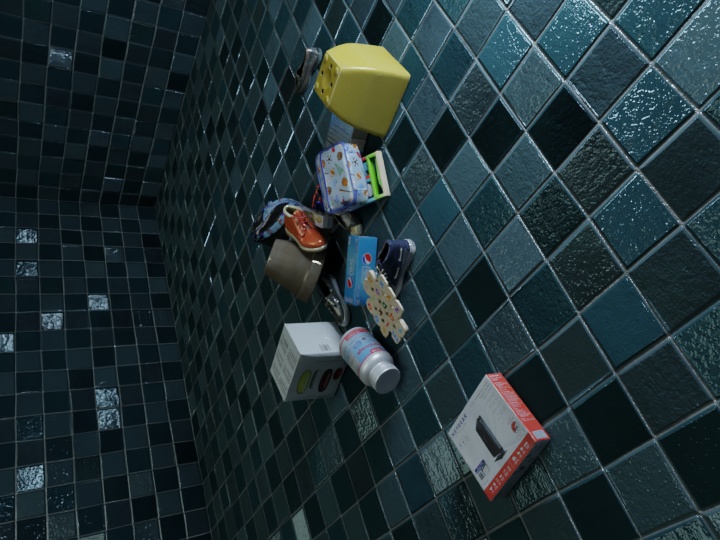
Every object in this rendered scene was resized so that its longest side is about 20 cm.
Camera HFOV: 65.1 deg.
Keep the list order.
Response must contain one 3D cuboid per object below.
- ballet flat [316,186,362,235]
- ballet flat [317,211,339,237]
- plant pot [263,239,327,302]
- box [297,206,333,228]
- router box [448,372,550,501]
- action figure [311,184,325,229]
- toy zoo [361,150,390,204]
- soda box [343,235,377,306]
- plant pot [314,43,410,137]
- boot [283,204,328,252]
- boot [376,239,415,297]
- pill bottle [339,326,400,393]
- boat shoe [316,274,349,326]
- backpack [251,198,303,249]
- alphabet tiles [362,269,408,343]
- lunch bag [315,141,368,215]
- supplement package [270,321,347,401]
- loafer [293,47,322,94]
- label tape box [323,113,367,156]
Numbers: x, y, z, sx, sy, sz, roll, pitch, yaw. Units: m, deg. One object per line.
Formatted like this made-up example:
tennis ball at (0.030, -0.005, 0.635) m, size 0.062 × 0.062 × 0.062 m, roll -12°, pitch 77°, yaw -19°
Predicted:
ballet flat at (-0.067, -0.180, 1.746) m, size 0.201 × 0.057 × 0.067 m, roll 49°, pitch 122°, yaw 10°
ballet flat at (-0.080, -0.193, 1.827) m, size 0.065 × 0.070 × 0.202 m, roll 35°, pitch 125°, yaw 20°
plant pot at (-0.220, -0.017, 1.857) m, size 0.200 × 0.171 × 0.203 m, roll -159°, pitch 90°, yaw -80°
box at (-0.155, -0.175, 1.836) m, size 0.199 × 0.038 × 0.042 m, roll 26°, pitch 113°, yaw 53°
router box at (0.293, 0.360, 1.225) m, size 0.180 × 0.048 × 0.202 m, roll 55°, pitch 133°, yaw 42°
action figure at (-0.133, -0.220, 1.897) m, size 0.052 × 0.064 × 0.203 m, roll -97°, pitch 23°, yaw -60°
toy zoo at (-0.004, -0.258, 1.672) m, size 0.198 × 0.020 × 0.134 m, roll -14°, pitch 86°, yaw 42°
soda box at (0.000, 0.000, 1.676) m, size 0.064 × 0.067 × 0.204 m, roll 14°, pitch 101°, yaw 57°
plant pot at (-0.014, -0.523, 1.592) m, size 0.195 × 0.197 × 0.197 m, roll 59°, pitch 134°, yaw 39°
boot at (-0.180, -0.134, 1.788) m, size 0.199 × 0.075 × 0.108 m, roll 34°, pitch 145°, yaw 36°
boot at (0.073, 0.001, 1.541) m, size 0.073 × 0.089 × 0.203 m, roll 49°, pitch 128°, yaw 46°
pill bottle at (0.026, 0.254, 1.592) m, size 0.200 × 0.107 × 0.111 m, roll 41°, pitch 123°, yaw 49°
boat shoe at (-0.093, 0.097, 1.829) m, size 0.069 × 0.056 × 0.202 m, roll -58°, pitch 44°, yaw 38°
backpack at (-0.273, -0.175, 2.017) m, size 0.201 × 0.181 × 0.136 m, roll -50°, pitch 31°, yaw 26°
alphabet tiles at (0.067, 0.099, 1.552) m, size 0.202 × 0.014 × 0.196 m, roll 59°, pitch 156°, yaw 19°
lunch bag at (-0.060, -0.265, 1.659) m, size 0.159 × 0.075 × 0.204 m, roll -13°, pitch 86°, yaw 44°
supplement package at (-0.161, 0.290, 1.808) m, size 0.148 × 0.188 × 0.202 m, roll 53°, pitch 132°, yaw 44°
loafer at (-0.205, -0.719, 2.020) m, size 0.200 × 0.062 × 0.073 m, roll -48°, pitch 51°, yaw 46°
label tape box at (-0.052, -0.390, 1.772) m, size 0.144 × 0.062 × 0.203 m, roll 46°, pitch 128°, yaw 46°
